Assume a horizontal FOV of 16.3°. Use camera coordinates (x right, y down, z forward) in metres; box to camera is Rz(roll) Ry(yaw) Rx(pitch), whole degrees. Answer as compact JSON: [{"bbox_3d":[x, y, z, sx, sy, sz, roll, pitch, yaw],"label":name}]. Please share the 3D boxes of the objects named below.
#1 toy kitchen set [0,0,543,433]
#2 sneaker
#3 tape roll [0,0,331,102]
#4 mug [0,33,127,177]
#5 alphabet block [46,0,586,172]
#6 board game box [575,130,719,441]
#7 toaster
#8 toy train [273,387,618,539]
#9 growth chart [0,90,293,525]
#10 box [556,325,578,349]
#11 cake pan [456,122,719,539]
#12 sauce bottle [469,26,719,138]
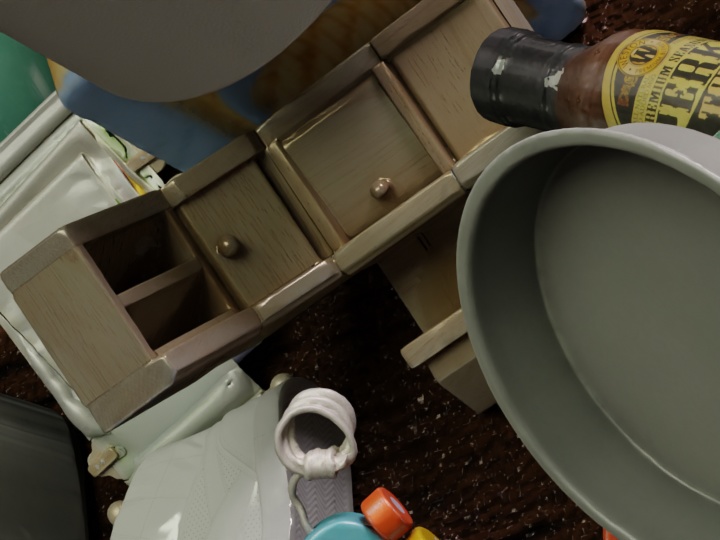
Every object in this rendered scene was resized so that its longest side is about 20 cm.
[{"bbox_3d":[0.000,0.000,1.067,0.200,0.180,0.164,-36,87,22],"label":"toy kitchen set"},{"bbox_3d":[-0.060,0.159,1.165,0.115,0.074,0.201,-25,50,31],"label":"sneaker"},{"bbox_3d":[-0.101,-0.186,1.028,0.202,0.139,0.204,-16,62,32],"label":"tape roll"},{"bbox_3d":[-0.185,-0.099,1.290,0.114,0.185,0.153,-20,101,22],"label":"mug"},{"bbox_3d":[-0.042,-0.173,1.198,0.195,0.196,0.201,-36,54,19],"label":"alphabet block"},{"bbox_3d":[0.174,0.049,0.953,0.200,0.023,0.105,49,143,6],"label":"board game box"},{"bbox_3d":[-0.211,0.131,1.251,0.113,0.129,0.201,-21,60,29],"label":"toaster"},{"bbox_3d":[0.060,0.113,1.067,0.198,0.056,0.151,7,96,4],"label":"toy train"},{"bbox_3d":[-0.118,0.010,1.233,0.144,0.018,0.201,-32,91,20],"label":"growth chart"},{"bbox_3d":[0.182,-0.022,1.029,0.199,0.095,0.078,-22,60,28],"label":"box"},{"bbox_3d":[0.122,0.029,0.942,0.199,0.201,0.037,17,42,41],"label":"cake pan"},{"bbox_3d":[0.128,-0.059,0.984,0.199,0.065,0.065,15,82,41],"label":"sauce bottle"}]
